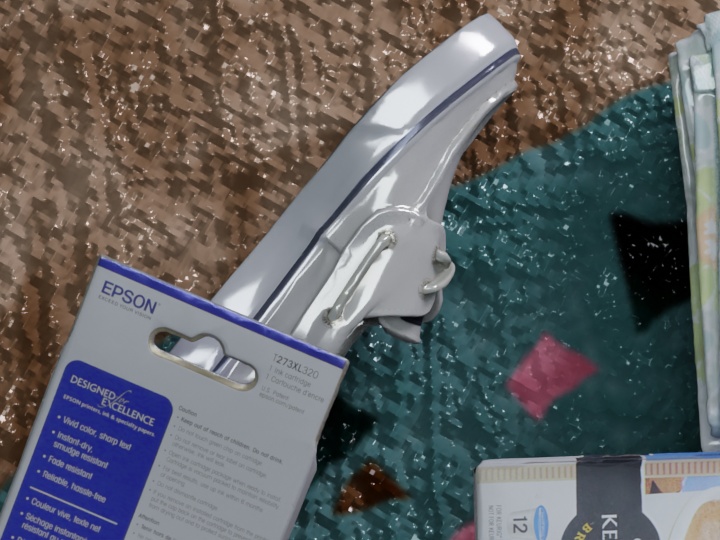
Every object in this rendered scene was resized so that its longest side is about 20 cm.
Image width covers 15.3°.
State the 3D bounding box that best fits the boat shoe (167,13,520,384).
[{"bbox_3d":[0.000,0.000,0.957,0.066,0.072,0.200,40,83,5],"label":"boat shoe"}]

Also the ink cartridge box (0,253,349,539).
[{"bbox_3d":[-0.080,0.102,0.924,0.094,0.037,0.201,23,102,6],"label":"ink cartridge box"}]

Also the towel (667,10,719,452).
[{"bbox_3d":[0.211,-0.017,0.933,0.199,0.048,0.172,-5,69,11],"label":"towel"}]

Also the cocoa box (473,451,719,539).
[{"bbox_3d":[0.115,0.165,0.880,0.131,0.133,0.201,-3,78,15],"label":"cocoa box"}]
